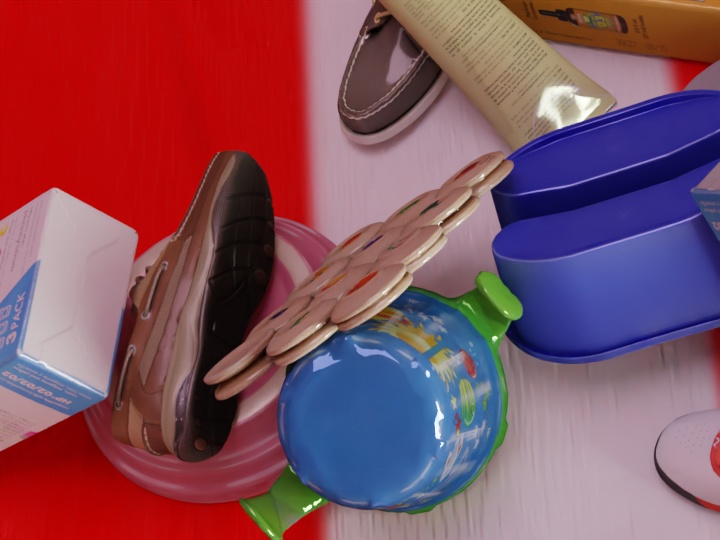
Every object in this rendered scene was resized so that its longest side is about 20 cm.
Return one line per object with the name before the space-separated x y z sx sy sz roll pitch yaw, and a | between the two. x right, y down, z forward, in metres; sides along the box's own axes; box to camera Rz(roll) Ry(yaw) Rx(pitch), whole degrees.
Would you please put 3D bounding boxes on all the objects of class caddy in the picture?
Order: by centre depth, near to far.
caddy | 0.168 -0.018 1.241 0.199 0.105 0.142 -17 37 15

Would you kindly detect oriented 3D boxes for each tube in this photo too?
tube | 0.069 -0.152 1.345 0.200 0.052 0.058 44 121 -2

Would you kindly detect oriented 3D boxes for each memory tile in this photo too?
memory tile | 0.000 0.000 1.208 0.153 0.017 0.200 -30 10 36

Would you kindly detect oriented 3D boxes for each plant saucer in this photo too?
plant saucer | -0.090 0.046 1.323 0.199 0.051 0.202 -9 59 15

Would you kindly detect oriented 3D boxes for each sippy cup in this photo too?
sippy cup | 0.011 0.079 1.191 0.138 0.130 0.179 12 94 9

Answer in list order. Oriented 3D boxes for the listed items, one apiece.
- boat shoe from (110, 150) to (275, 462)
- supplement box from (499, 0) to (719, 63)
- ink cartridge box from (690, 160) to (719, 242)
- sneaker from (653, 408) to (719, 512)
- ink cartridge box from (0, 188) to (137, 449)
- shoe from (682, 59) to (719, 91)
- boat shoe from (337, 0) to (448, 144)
boat shoe | -0.107 0.018 1.272 0.073 0.076 0.201 0 61 25
supplement box | 0.186 -0.182 1.353 0.198 0.067 0.069 9 64 23
ink cartridge box | 0.283 0.000 1.162 0.115 0.201 0.068 -42 22 -21
sneaker | 0.240 0.094 1.135 0.200 0.108 0.068 15 65 36
ink cartridge box | -0.228 0.044 1.297 0.199 0.068 0.116 -27 46 44
shoe | 0.289 -0.095 1.266 0.199 0.091 0.072 -14 38 46
boat shoe | 0.039 -0.178 1.403 0.072 0.060 0.202 22 70 28
